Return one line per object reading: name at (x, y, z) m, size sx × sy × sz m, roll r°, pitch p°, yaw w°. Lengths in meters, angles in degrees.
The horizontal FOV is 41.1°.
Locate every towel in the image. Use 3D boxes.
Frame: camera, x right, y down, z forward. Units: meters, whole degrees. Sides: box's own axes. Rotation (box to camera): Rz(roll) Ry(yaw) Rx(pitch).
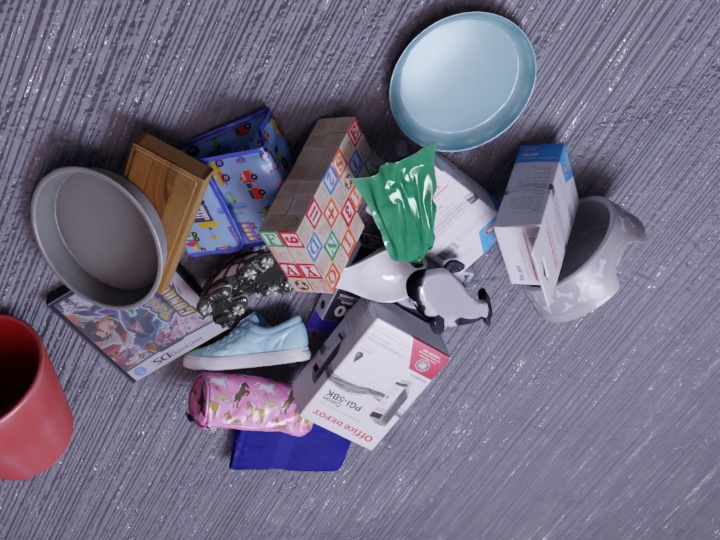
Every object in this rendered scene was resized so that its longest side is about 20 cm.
towel at (-0.114, 0.276, 1.602) m, size 0.198 × 0.050 × 0.148 m, roll 6°, pitch 130°, yaw -18°

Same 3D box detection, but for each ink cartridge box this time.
ink cartridge box at (0.013, 0.152, 1.431) m, size 0.146 × 0.083 × 0.200 m, roll 29°, pitch 110°, yaw -25°
ink cartridge box at (0.104, -0.091, 1.346) m, size 0.116 × 0.068 × 0.199 m, roll -43°, pitch 127°, yaw 20°
ink cartridge box at (0.041, 0.047, 1.458) m, size 0.197 × 0.044 × 0.201 m, roll 13°, pitch 125°, yaw -24°
ink cartridge box at (0.238, -0.063, 1.310) m, size 0.067 × 0.201 × 0.116 m, roll 1°, pitch 138°, yaw 28°

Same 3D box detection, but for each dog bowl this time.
dog bowl at (0.310, -0.023, 1.382) m, size 0.059 × 0.201 × 0.200 m, roll 41°, pitch 110°, yaw -21°

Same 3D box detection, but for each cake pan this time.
cake pan at (-0.329, -0.045, 1.223) m, size 0.199 × 0.037 × 0.202 m, roll 12°, pitch 123°, yaw 20°

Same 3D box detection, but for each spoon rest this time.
spoon rest at (0.000, 0.000, 1.345) m, size 0.198 × 0.061 × 0.100 m, roll 8°, pitch 126°, yaw -16°

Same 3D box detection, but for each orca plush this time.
orca plush at (0.116, 0.032, 1.380) m, size 0.199 × 0.071 × 0.106 m, roll -2°, pitch 101°, yaw -50°

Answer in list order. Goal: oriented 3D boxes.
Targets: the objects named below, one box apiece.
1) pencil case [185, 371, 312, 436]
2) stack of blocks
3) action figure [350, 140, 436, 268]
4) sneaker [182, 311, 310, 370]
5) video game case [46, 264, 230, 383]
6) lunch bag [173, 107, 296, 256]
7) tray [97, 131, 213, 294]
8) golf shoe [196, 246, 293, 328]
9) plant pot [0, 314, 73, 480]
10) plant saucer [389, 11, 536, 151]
pencil case at (-0.162, 0.206, 1.462) m, size 0.199 × 0.083 × 0.087 m, roll 10°, pitch 97°, yaw -34°
stack of blocks at (-0.044, -0.085, 1.226) m, size 0.058 × 0.201 × 0.115 m, roll 2°, pitch 142°, yaw 30°
action figure at (0.057, -0.075, 1.264) m, size 0.117 × 0.055 × 0.201 m, roll -20°, pitch 134°, yaw -4°
sneaker at (-0.173, 0.105, 1.444) m, size 0.198 × 0.083 × 0.074 m, roll -7°, pitch 174°, yaw 8°
video game case at (-0.315, 0.061, 1.382) m, size 0.180 × 0.026 × 0.200 m, roll -29°, pitch 130°, yaw 9°
lunch bag at (-0.182, -0.103, 1.260) m, size 0.198 × 0.095 × 0.151 m, roll -15°, pitch 130°, yaw 15°
tray at (-0.266, -0.069, 1.232) m, size 0.098 × 0.037 × 0.201 m, roll 28°, pitch 126°, yaw -1°
golf shoe at (-0.144, -0.003, 1.315) m, size 0.199 × 0.089 × 0.077 m, roll -27°, pitch 129°, yaw 23°
plant pot at (-0.501, 0.191, 1.341) m, size 0.199 × 0.201 × 0.178 m, roll -17°, pitch 140°, yaw -1°
plant saucer at (0.131, -0.248, 1.253) m, size 0.198 × 0.028 × 0.201 m, roll -8°, pitch 129°, yaw -10°
